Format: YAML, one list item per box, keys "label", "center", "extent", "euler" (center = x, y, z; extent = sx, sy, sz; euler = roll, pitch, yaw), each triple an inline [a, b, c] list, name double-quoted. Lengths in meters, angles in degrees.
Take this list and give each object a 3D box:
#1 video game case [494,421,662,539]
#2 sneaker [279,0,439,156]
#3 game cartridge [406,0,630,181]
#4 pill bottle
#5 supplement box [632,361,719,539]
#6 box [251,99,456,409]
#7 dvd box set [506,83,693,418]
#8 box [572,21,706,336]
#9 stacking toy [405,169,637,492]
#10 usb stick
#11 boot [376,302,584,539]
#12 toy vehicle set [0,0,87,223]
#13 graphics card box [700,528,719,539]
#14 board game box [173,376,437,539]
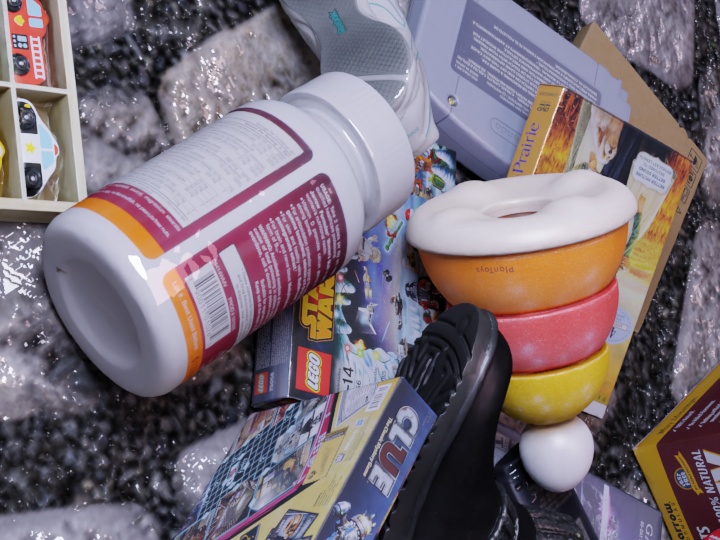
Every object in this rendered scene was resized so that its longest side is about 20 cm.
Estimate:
- label: "video game case"
  center: [0.140, 0.205, 1.045]
  extent: [0.199, 0.019, 0.144]
  euler: [31, 58, -35]
- label: "sneaker"
  center: [-0.003, -0.150, 0.959]
  extent: [0.080, 0.070, 0.202]
  euler: [50, 18, -50]
- label: "game cartridge"
  center: [0.110, -0.125, 1.085]
  extent: [0.199, 0.041, 0.134]
  euler: [31, 61, -24]
- label: "pill bottle"
  center: [-0.068, -0.027, 0.828]
  extent: [0.199, 0.109, 0.110]
  euler: [-35, 103, -33]
- label: "supplement box"
  center: [0.356, 0.136, 1.145]
  extent: [0.197, 0.199, 0.134]
  euler: [-33, 101, -44]
- label: "box"
  center: [0.000, 0.000, 0.956]
  extent: [0.136, 0.040, 0.202]
  euler: [18, 66, -38]
- label: "dvd box set"
  center: [0.149, -0.011, 1.055]
  extent: [0.146, 0.029, 0.202]
  euler: [23, 86, -35]
- label: "box"
  center: [0.193, -0.074, 1.173]
  extent: [0.164, 0.021, 0.201]
  euler: [46, 52, -21]
- label: "stacking toy"
  center: [0.110, 0.046, 0.953]
  extent: [0.146, 0.145, 0.202]
  euler: [-23, 111, -45]
- label: "usb stick"
  center: [0.148, 0.209, 1.018]
  extent: [0.055, 0.032, 0.201]
  euler: [-33, 102, -34]
- label: "boot"
  center: [0.080, 0.135, 0.913]
  extent: [0.157, 0.079, 0.213]
  euler: [18, 100, -25]
- label: "toy vehicle set"
  center: [-0.214, -0.127, 0.797]
  extent: [0.123, 0.026, 0.202]
  euler: [1, 77, -44]
- label: "graphics card box"
  center: [0.186, 0.244, 0.944]
  extent: [0.199, 0.125, 0.051]
  euler: [-29, 100, -12]
- label: "board game box"
  center: [-0.053, 0.151, 0.794]
  extent: [0.035, 0.135, 0.201]
  euler: [48, 51, -22]
